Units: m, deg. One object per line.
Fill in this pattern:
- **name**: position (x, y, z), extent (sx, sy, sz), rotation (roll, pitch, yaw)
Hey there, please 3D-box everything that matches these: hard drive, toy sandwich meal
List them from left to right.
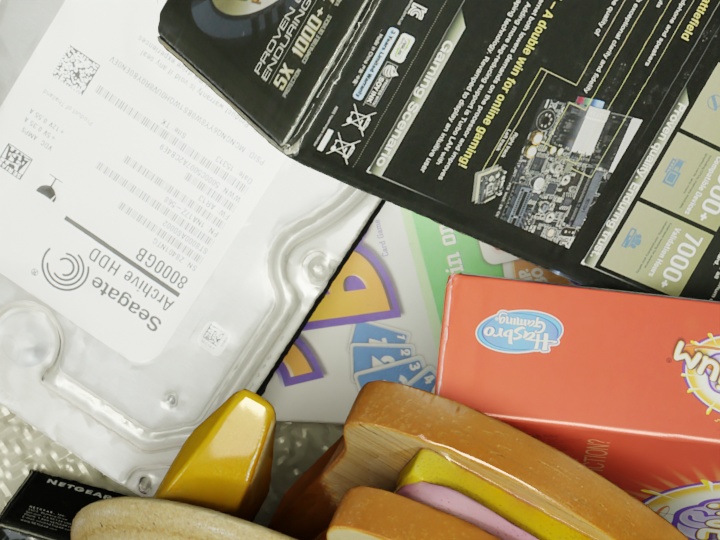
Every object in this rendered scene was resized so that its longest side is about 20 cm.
- **hard drive**: position (-0.058, -0.045, 0.819), extent (0.140, 0.038, 0.200), rotation (34, 105, 1)
- **toy sandwich meal**: position (0.010, 0.098, 0.763), extent (0.205, 0.205, 0.070), rotation (30, 67, 0)

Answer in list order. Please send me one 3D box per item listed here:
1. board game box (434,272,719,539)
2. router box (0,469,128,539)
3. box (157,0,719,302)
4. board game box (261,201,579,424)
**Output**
- **board game box**: position (0.120, 0.056, 0.780), extent (0.199, 0.153, 0.040), rotation (6, 69, 4)
- **router box**: position (-0.033, 0.164, 0.892), extent (0.199, 0.051, 0.150), rotation (16, 110, 5)
- **box**: position (0.069, -0.105, 0.726), extent (0.164, 0.086, 0.200), rotation (21, 103, -36)
- **board game box**: position (0.000, 0.000, 0.853), extent (0.199, 0.030, 0.096), rotation (3, 106, 11)
